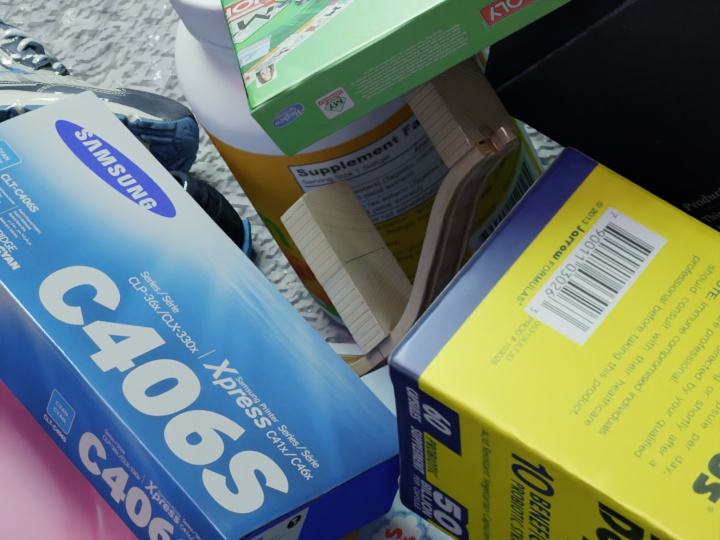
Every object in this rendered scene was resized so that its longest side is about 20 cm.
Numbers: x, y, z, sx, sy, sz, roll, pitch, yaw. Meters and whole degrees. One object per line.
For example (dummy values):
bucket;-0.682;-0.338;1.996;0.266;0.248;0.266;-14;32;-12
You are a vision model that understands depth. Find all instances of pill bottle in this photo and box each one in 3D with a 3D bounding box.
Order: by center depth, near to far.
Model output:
pill bottle;-0.005;-0.071;1.064;0.111;0.200;0.111;-12;51;16

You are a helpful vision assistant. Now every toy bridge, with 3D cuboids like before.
toy bridge;0.000;0.000;1.002;0.027;0.200;0.067;-21;76;-42

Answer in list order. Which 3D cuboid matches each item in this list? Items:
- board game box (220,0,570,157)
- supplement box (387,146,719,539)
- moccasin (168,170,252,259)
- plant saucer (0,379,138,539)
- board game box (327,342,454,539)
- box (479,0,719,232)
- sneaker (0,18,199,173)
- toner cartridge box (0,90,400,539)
board game box;0.041;-0.136;0.922;0.200;0.029;0.135;-28;46;12
supplement box;0.120;0.069;0.925;0.200;0.109;0.110;31;65;21
moccasin;-0.147;-0.006;1.168;0.200;0.068;0.081;-19;50;11
plant saucer;-0.163;0.079;0.982;0.200;0.051;0.201;13;44;-12
board game box;0.031;0.100;1.030;0.200;0.037;0.151;1;56;26
box;0.167;-0.117;1.006;0.123;0.198;0.200;-31;37;48
sneaker;-0.157;-0.077;1.224;0.200;0.077;0.085;4;53;26
toner cartridge box;-0.080;0.025;1.004;0.095;0.043;0.200;-25;61;-39
